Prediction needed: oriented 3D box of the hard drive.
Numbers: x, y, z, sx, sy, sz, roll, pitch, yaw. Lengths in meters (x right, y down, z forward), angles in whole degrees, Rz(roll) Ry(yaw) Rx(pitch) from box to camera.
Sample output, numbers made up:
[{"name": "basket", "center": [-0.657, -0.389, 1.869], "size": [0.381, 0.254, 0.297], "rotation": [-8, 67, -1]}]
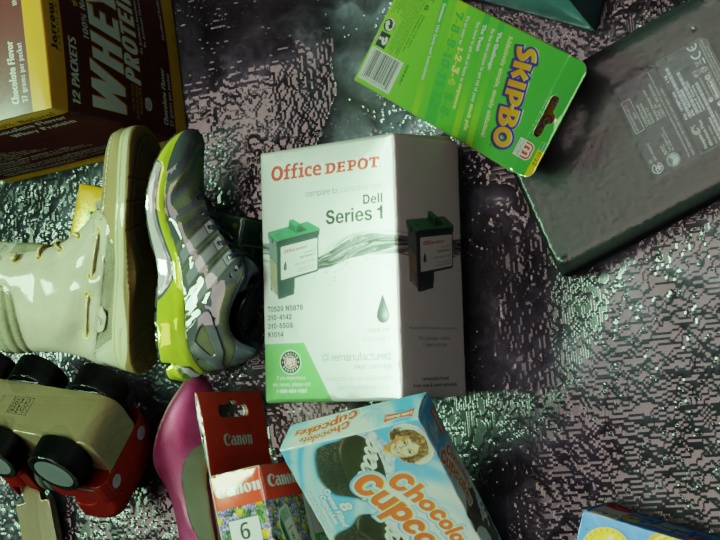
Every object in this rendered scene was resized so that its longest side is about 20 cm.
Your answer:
[{"name": "hard drive", "center": [0.208, -0.101, 1.150], "size": [0.199, 0.033, 0.140], "rotation": [-29, 76, 21]}]

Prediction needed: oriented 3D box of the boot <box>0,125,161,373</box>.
[{"name": "boot", "center": [-0.236, -0.022, 1.275], "size": [0.154, 0.072, 0.201], "rotation": [5, 97, 25]}]

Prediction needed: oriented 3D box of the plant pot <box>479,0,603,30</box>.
[{"name": "plant pot", "center": [0.128, -0.308, 1.147], "size": [0.141, 0.141, 0.201], "rotation": [19, 88, 24]}]

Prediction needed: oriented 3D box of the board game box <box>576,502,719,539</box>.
[{"name": "board game box", "center": [0.236, 0.290, 1.102], "size": [0.195, 0.056, 0.201], "rotation": [13, 93, 25]}]

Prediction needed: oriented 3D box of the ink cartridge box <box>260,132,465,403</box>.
[{"name": "ink cartridge box", "center": [0.000, 0.000, 1.198], "size": [0.146, 0.084, 0.201], "rotation": [-6, 85, 40]}]

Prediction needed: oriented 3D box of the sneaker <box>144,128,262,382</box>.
[{"name": "sneaker", "center": [-0.120, -0.013, 1.233], "size": [0.080, 0.074, 0.201], "rotation": [-5, 91, 13]}]

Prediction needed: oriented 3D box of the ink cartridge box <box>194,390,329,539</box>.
[{"name": "ink cartridge box", "center": [-0.066, 0.188, 1.221], "size": [0.050, 0.109, 0.201], "rotation": [-16, 80, 23]}]

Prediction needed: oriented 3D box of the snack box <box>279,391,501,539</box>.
[{"name": "snack box", "center": [0.035, 0.190, 1.155], "size": [0.116, 0.037, 0.201], "rotation": [-16, 115, 24]}]

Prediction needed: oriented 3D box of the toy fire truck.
[{"name": "toy fire truck", "center": [-0.257, 0.182, 1.313], "size": [0.175, 0.200, 0.129], "rotation": [5, 53, 27]}]

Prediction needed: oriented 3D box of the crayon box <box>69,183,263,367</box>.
[{"name": "crayon box", "center": [-0.184, 0.001, 1.319], "size": [0.199, 0.052, 0.126], "rotation": [12, 92, 26]}]

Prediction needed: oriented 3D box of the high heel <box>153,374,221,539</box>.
[{"name": "high heel", "center": [-0.121, 0.190, 1.265], "size": [0.096, 0.067, 0.201], "rotation": [15, 98, 35]}]

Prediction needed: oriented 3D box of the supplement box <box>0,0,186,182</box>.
[{"name": "supplement box", "center": [-0.284, -0.165, 1.293], "size": [0.196, 0.200, 0.134], "rotation": [-10, 83, 24]}]

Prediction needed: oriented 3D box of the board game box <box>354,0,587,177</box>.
[{"name": "board game box", "center": [0.085, -0.149, 1.188], "size": [0.200, 0.030, 0.096], "rotation": [36, 103, 41]}]
